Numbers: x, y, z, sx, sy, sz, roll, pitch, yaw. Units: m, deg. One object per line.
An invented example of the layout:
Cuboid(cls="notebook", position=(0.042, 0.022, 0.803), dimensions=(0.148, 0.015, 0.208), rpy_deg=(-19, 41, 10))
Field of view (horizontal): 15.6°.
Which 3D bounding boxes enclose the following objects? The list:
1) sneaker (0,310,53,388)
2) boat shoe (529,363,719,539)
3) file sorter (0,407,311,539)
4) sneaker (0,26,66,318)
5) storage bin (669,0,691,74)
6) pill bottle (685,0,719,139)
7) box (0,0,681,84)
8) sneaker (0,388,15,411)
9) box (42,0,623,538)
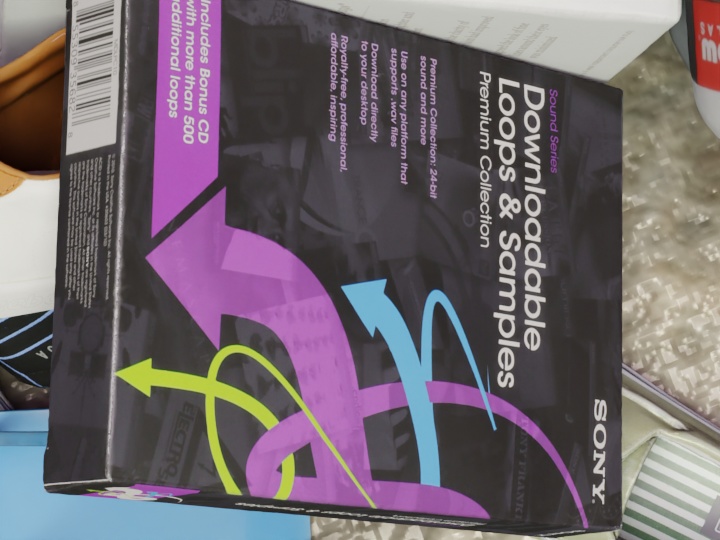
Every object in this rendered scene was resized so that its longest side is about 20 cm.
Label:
Cuboid(cls="sneaker", position=(-0.122, -0.002, 0.844), dimensions=(0.198, 0.070, 0.078), rpy_deg=(11, 131, -9))
Cuboid(cls="boat shoe", position=(0.085, 0.064, 0.885), dimensions=(0.199, 0.062, 0.072), rpy_deg=(21, 89, 2))
Cuboid(cls="file sorter", position=(-0.040, 0.141, 0.828), dimensions=(0.138, 0.122, 0.202), rpy_deg=(-1, 87, -39))
Cuboid(cls="sneaker", position=(-0.047, -0.039, 0.790), dimensions=(0.199, 0.085, 0.073), rpy_deg=(-12, 48, -34))
Cuboid(cls="storage bin", position=(0.202, -0.056, 0.862), dimensions=(0.134, 0.145, 0.201), rpy_deg=(-30, 88, 27))
Cuboid(cls="pill bottle", position=(0.147, -0.094, 0.738), dimensions=(0.115, 0.116, 0.202), rpy_deg=(-5, 103, 1))
Cuboid(cls="box", position=(-0.012, -0.120, 0.820), dimensions=(0.198, 0.152, 0.107), rpy_deg=(5, 82, -8))
Cuboid(cls="sneaker", position=(-0.136, 0.083, 0.881), dimensions=(0.075, 0.077, 0.201), rpy_deg=(-34, 89, -1))
Cuboid(cls="box", position=(0.000, 0.000, 0.770), dimensions=(0.199, 0.036, 0.144), rpy_deg=(10, 77, -42))
